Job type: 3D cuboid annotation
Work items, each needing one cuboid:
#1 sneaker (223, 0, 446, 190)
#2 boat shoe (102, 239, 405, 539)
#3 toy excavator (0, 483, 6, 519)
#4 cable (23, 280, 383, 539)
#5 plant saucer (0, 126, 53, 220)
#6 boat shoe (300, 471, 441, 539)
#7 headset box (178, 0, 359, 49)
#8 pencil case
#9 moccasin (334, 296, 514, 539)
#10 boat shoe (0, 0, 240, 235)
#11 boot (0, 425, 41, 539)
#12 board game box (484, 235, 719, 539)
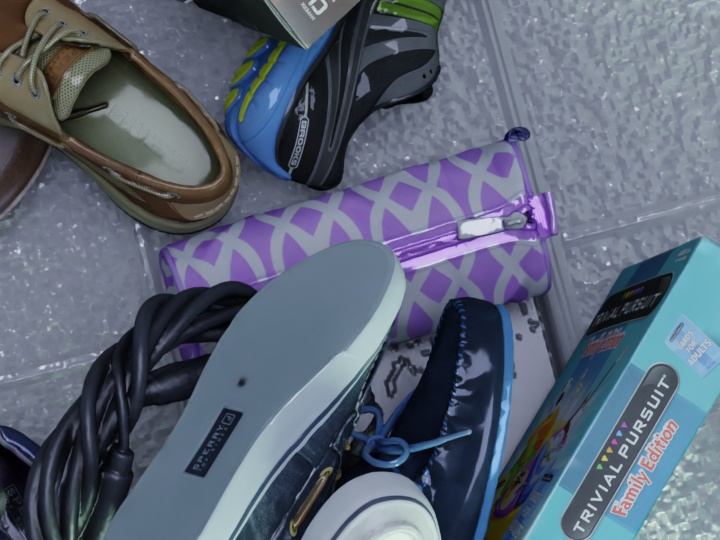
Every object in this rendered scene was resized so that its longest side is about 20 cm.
[{"bbox_3d":[0.011,-0.126,1.444,0.083,0.071,0.200,41,74,-25],"label":"sneaker"},{"bbox_3d":[-0.034,0.085,1.295,0.071,0.091,0.201,18,63,42],"label":"boat shoe"},{"bbox_3d":[-0.222,0.194,1.293,0.199,0.100,0.195,-29,87,36],"label":"toy excavator"},{"bbox_3d":[-0.077,0.108,1.325,0.163,0.051,0.201,43,74,-35],"label":"cable"},{"bbox_3d":[-0.243,-0.097,1.430,0.199,0.032,0.202,1,82,-6],"label":"plant saucer"},{"bbox_3d":[-0.001,0.188,1.261,0.072,0.066,0.201,7,111,-26],"label":"boat shoe"},{"bbox_3d":[-0.016,-0.193,1.396,0.200,0.149,0.075,-43,115,-8],"label":"headset box"},{"bbox_3d":[0.000,0.000,1.409,0.199,0.085,0.084,-19,101,-5],"label":"pencil case"},{"bbox_3d":[0.021,0.108,1.321,0.068,0.080,0.201,14,86,-9],"label":"moccasin"},{"bbox_3d":[-0.139,-0.094,1.385,0.199,0.074,0.076,32,78,-5],"label":"boat shoe"},{"bbox_3d":[-0.128,0.162,1.372,0.073,0.090,0.200,-39,86,-9],"label":"boot"},{"bbox_3d":[0.109,0.086,1.371,0.047,0.151,0.201,32,80,-5],"label":"board game box"}]
